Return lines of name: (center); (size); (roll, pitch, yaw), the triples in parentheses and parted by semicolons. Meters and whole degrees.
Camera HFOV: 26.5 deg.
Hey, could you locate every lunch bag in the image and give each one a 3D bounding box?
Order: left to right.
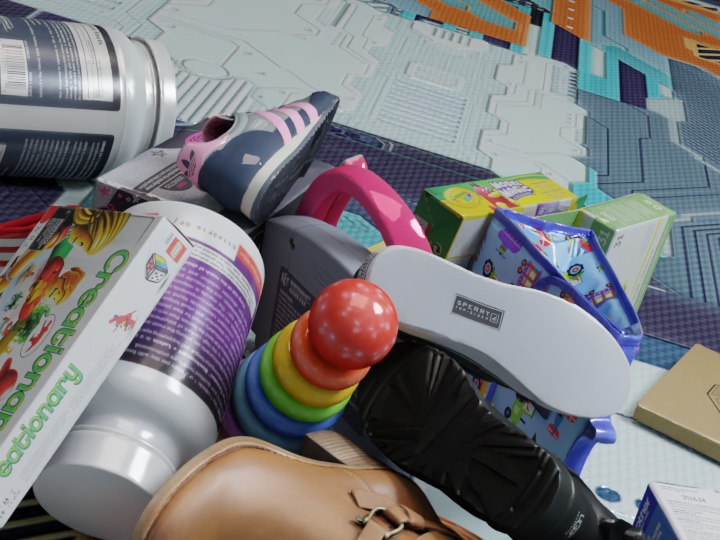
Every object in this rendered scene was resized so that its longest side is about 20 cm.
lunch bag: (0.142, 0.071, 1.123); (0.094, 0.151, 0.200); (12, 24, -24)

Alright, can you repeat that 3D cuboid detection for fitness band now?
fitness band: (0.000, 0.000, 1.147); (0.037, 0.200, 0.144); (-18, 73, -23)

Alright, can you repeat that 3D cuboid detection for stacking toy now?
stacking toy: (-0.032, 0.066, 0.966); (0.085, 0.200, 0.086); (10, 62, -20)

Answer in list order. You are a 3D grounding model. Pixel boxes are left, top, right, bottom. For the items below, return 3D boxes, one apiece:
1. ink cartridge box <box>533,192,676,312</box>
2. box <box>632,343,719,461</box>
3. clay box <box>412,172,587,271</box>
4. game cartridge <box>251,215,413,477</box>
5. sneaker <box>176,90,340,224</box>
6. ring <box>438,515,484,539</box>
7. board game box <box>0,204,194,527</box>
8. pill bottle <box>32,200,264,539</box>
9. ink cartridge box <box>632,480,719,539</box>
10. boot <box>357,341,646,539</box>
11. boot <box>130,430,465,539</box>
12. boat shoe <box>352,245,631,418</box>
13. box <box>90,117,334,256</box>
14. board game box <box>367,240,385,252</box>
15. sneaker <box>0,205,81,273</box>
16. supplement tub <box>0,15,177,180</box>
ink cartridge box: (0.172, 0.018, 1.269); (0.048, 0.146, 0.199); (33, 29, 30)
box: (0.345, 0.135, 1.278); (0.199, 0.021, 0.163); (27, 26, 21)
clay box: (0.102, -0.016, 1.241); (0.048, 0.115, 0.200); (37, 27, 27)
game cartridge: (-0.015, 0.047, 1.102); (0.041, 0.134, 0.200); (-12, 36, -30)
sneaker: (-0.075, -0.107, 1.188); (0.082, 0.070, 0.200); (27, 26, 5)
ring: (0.021, 0.202, 0.931); (0.199, 0.019, 0.201); (14, 23, -6)
board game box: (-0.196, 0.050, 0.903); (0.126, 0.201, 0.035); (6, -34, 46)
pill bottle: (-0.135, 0.063, 0.958); (0.111, 0.112, 0.201); (15, 50, -1)
ink cartridge box: (0.255, 0.211, 0.989); (0.136, 0.077, 0.200); (11, 26, -14)
boot: (0.099, 0.138, 0.972); (0.198, 0.073, 0.162); (35, -6, 45)
boot: (-0.021, 0.168, 0.886); (0.155, 0.077, 0.199); (36, 23, 32)
boat shoe: (0.085, 0.039, 1.004); (0.199, 0.069, 0.057); (26, -12, -12)
box: (-0.123, -0.033, 1.230); (0.132, 0.115, 0.200); (22, 24, 13)
board game box: (0.090, 0.006, 1.380); (0.135, 0.035, 0.200); (27, 26, 23)
sneaker: (-0.188, 0.027, 1.058); (0.199, 0.116, 0.078); (20, 24, 9)
supplement tub: (-0.279, -0.152, 1.358); (0.199, 0.141, 0.140); (1, 28, -31)
